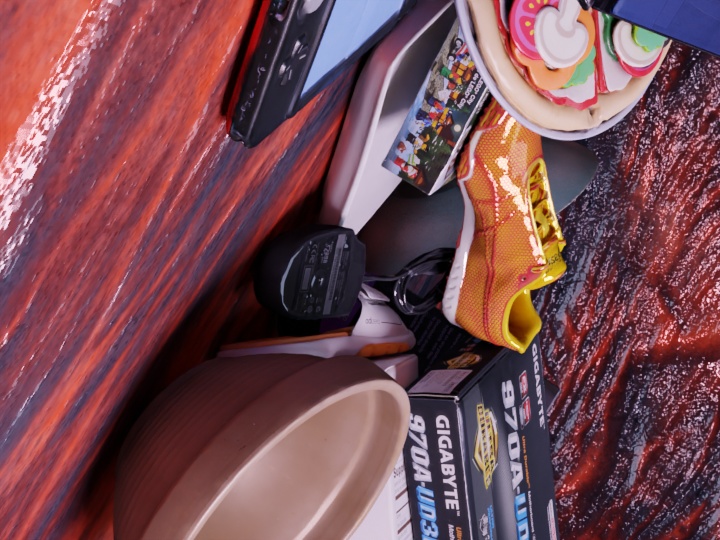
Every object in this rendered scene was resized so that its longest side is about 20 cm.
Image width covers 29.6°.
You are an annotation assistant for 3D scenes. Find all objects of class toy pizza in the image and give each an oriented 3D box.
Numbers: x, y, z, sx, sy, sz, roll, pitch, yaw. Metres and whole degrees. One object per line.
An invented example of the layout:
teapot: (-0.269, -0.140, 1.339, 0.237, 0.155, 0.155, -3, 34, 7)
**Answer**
toy pizza: (0.128, -0.176, 0.774, 0.198, 0.031, 0.203, -7, 100, -41)

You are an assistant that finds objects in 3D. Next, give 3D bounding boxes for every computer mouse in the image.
computer mouse: (0.000, 0.000, 0.865, 0.199, 0.034, 0.059, 2, 104, -52)

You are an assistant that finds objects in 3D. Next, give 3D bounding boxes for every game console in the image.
game console: (0.051, -0.134, 0.601, 0.200, 0.118, 0.173, -48, 167, -50)

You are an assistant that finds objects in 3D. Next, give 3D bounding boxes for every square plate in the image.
square plate: (0.035, -0.121, 0.865, 0.201, 0.028, 0.199, -53, 169, -38)

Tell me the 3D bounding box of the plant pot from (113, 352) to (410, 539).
plant pot: (-0.070, 0.115, 0.765, 0.200, 0.092, 0.202, -38, 153, -24)

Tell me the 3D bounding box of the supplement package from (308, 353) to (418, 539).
supplement package: (-0.023, 0.163, 0.909, 0.120, 0.119, 0.203, -8, 94, -77)

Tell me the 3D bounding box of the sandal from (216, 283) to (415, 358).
sandal: (-0.024, 0.029, 0.903, 0.206, 0.078, 0.060, -1, 87, -65)

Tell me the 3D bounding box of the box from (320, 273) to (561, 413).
box: (0.036, 0.098, 1.052, 0.144, 0.199, 0.036, -58, 175, -3)

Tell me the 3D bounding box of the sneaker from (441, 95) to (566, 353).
sneaker: (0.101, -0.037, 0.869, 0.073, 0.076, 0.202, -49, 150, -40)

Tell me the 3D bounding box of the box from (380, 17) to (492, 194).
box: (0.084, -0.132, 0.891, 0.138, 0.037, 0.200, -62, 172, 19)

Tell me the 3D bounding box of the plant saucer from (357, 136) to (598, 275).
plant saucer: (0.078, -0.063, 1.024, 0.199, 0.039, 0.201, -22, -160, 8)

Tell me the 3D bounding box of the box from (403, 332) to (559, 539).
box: (0.087, 0.152, 0.941, 0.159, 0.045, 0.203, -31, 118, -59)

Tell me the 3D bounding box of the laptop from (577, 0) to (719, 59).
laptop: (0.189, -0.228, 0.725, 0.115, 0.200, 0.188, 2, -130, 50)
